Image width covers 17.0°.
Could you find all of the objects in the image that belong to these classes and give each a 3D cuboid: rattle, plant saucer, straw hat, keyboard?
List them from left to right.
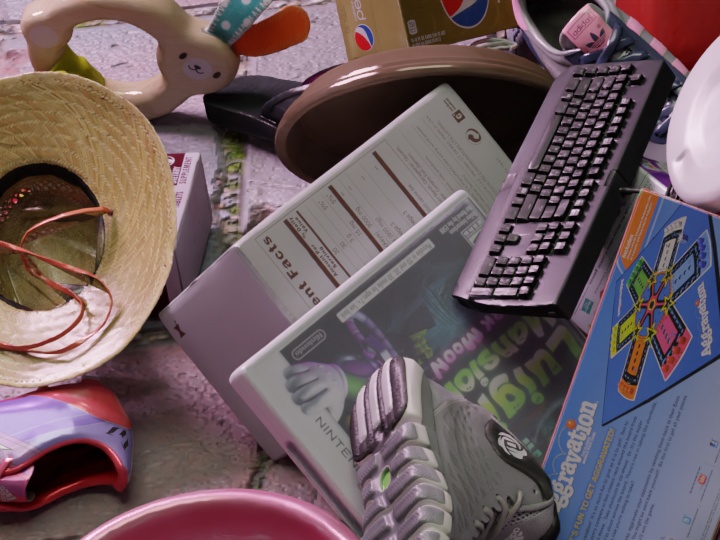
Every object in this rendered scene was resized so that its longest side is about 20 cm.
[{"bbox_3d":[-0.193,-0.014,1.491,0.201,0.085,0.202,-3,73,11],"label":"straw hat"},{"bbox_3d":[-0.144,-0.130,1.679,0.199,0.130,0.143,2,33,10],"label":"rattle"},{"bbox_3d":[-0.083,0.202,1.274,0.200,0.051,0.201,-8,39,6],"label":"plant saucer"},{"bbox_3d":[0.044,-0.095,1.547,0.200,0.200,0.030,-5,68,4],"label":"plant saucer"},{"bbox_3d":[0.138,-0.050,1.385,0.127,0.021,0.200,4,49,29],"label":"keyboard"}]

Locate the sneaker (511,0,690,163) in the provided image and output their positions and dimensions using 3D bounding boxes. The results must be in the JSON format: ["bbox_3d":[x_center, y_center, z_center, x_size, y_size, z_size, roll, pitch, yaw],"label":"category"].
[{"bbox_3d":[0.161,-0.123,1.515,0.070,0.082,0.200,-47,54,-1],"label":"sneaker"}]

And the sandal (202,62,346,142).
[{"bbox_3d":[-0.035,-0.118,1.681,0.200,0.048,0.075,13,34,38],"label":"sandal"}]

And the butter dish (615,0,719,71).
[{"bbox_3d":[0.251,-0.201,1.647,0.199,0.148,0.200,-5,10,-1],"label":"butter dish"}]

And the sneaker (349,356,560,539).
[{"bbox_3d":[0.058,0.140,1.259,0.115,0.075,0.200,23,44,-25],"label":"sneaker"}]

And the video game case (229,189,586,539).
[{"bbox_3d":[0.051,0.075,1.356,0.200,0.023,0.182,-39,89,-36],"label":"video game case"}]

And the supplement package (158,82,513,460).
[{"bbox_3d":[0.000,0.000,1.448,0.200,0.117,0.117,-39,91,-35],"label":"supplement package"}]

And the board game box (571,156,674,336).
[{"bbox_3d":[0.219,0.030,1.385,0.103,0.105,0.200,12,22,-38],"label":"board game box"}]

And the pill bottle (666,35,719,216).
[{"bbox_3d":[0.281,-0.055,1.348,0.200,0.114,0.114,22,29,-24],"label":"pill bottle"}]

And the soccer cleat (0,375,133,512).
[{"bbox_3d":[-0.232,0.115,1.417,0.200,0.067,0.077,-12,41,-10],"label":"soccer cleat"}]

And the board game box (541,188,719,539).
[{"bbox_3d":[0.166,0.067,1.299,0.103,0.200,0.019,21,9,14],"label":"board game box"}]

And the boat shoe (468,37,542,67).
[{"bbox_3d":[0.091,-0.124,1.679,0.200,0.062,0.075,20,44,32],"label":"boat shoe"}]

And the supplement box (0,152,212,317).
[{"bbox_3d":[-0.206,-0.022,1.597,0.199,0.061,0.109,-2,38,9],"label":"supplement box"}]

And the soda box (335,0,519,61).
[{"bbox_3d":[0.074,-0.200,1.721,0.064,0.068,0.200,-6,9,46],"label":"soda box"}]
